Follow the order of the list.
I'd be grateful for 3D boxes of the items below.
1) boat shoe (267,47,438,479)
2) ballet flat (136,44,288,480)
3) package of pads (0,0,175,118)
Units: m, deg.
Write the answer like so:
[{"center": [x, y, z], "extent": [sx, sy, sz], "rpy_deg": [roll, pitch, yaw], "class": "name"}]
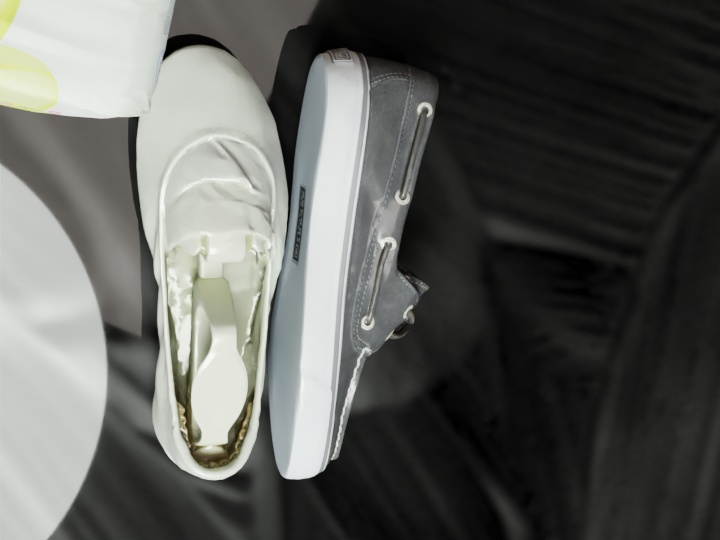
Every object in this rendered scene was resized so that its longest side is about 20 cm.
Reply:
[{"center": [0.000, 0.000, 0.866], "extent": [0.066, 0.070, 0.200], "rpy_deg": [4, 100, -15], "class": "boat shoe"}, {"center": [-0.063, 0.003, 0.847], "extent": [0.069, 0.069, 0.200], "rpy_deg": [-3, 109, -14], "class": "ballet flat"}, {"center": [-0.168, -0.149, 0.764], "extent": [0.200, 0.068, 0.155], "rpy_deg": [9, 106, -17], "class": "package of pads"}]
